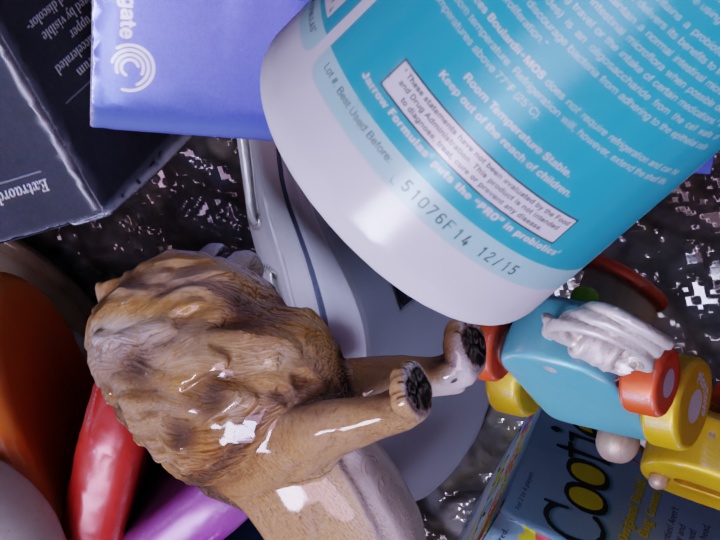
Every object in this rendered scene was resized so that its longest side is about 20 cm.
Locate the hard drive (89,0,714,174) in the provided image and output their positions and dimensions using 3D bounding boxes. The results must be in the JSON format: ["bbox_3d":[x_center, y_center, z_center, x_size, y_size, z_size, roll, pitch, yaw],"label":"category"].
[{"bbox_3d":[0.018,-0.101,0.660,0.199,0.025,0.132,4,116,-1],"label":"hard drive"}]

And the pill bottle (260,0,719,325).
[{"bbox_3d":[0.074,-0.084,0.583,0.111,0.111,0.200,44,115,-10],"label":"pill bottle"}]

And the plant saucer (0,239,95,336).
[{"bbox_3d":[-0.187,0.071,0.864,0.199,0.029,0.201,-1,100,-6],"label":"plant saucer"}]

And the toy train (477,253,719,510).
[{"bbox_3d":[0.132,0.041,0.670,0.200,0.056,0.150,28,161,-19],"label":"toy train"}]

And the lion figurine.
[{"bbox_3d":[-0.002,0.078,0.661,0.122,0.072,0.200,-17,105,34],"label":"lion figurine"}]

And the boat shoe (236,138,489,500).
[{"bbox_3d":[0.000,0.000,0.785,0.065,0.073,0.200,35,146,41],"label":"boat shoe"}]

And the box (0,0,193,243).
[{"bbox_3d":[-0.161,-0.109,0.736,0.148,0.104,0.200,-12,116,34],"label":"box"}]

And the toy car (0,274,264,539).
[{"bbox_3d":[-0.079,0.080,0.755,0.200,0.175,0.150,38,109,-11],"label":"toy car"}]

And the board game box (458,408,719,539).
[{"bbox_3d":[0.132,0.138,0.794,0.200,0.105,0.103,28,126,2],"label":"board game box"}]
